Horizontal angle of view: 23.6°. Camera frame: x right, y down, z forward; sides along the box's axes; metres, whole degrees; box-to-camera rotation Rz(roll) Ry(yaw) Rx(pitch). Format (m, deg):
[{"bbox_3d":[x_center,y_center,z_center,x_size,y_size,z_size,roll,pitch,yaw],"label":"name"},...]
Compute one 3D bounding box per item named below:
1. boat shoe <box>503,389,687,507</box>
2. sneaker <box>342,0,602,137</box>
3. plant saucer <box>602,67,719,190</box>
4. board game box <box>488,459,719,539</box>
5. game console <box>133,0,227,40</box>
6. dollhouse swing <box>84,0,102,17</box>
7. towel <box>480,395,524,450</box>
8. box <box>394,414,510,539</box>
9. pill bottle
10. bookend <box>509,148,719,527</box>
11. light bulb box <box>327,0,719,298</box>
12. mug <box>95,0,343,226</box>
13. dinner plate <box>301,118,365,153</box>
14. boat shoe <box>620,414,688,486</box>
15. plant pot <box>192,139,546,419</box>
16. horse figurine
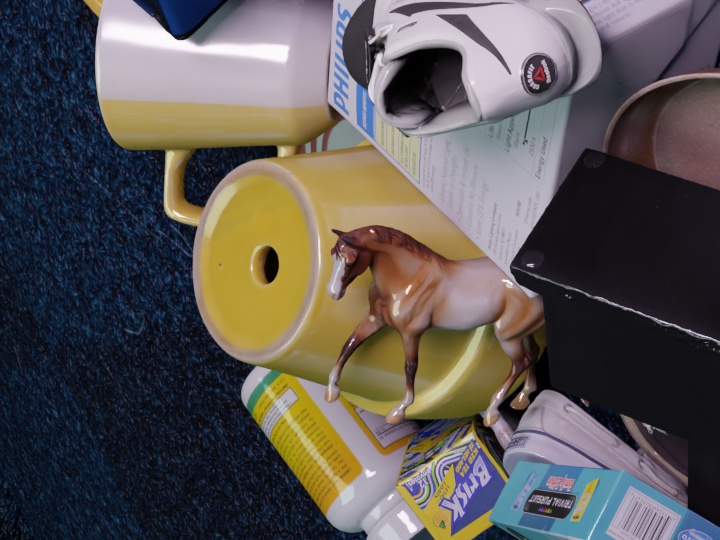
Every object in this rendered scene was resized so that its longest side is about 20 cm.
[{"bbox_3d":[0.193,0.144,1.158,0.202,0.086,0.075,32,149,-7],"label":"boat shoe"},{"bbox_3d":[0.029,-0.109,0.897,0.200,0.088,0.074,9,125,60],"label":"sneaker"},{"bbox_3d":[0.222,-0.034,0.904,0.200,0.035,0.201,28,151,18],"label":"plant saucer"},{"bbox_3d":[0.173,0.171,1.017,0.151,0.047,0.200,31,170,-7],"label":"board game box"},{"bbox_3d":[-0.085,-0.257,1.087,0.118,0.200,0.171,44,175,5],"label":"game console"},{"bbox_3d":[-0.122,-0.227,1.268,0.200,0.181,0.176,115,140,-59],"label":"dollhouse swing"},{"bbox_3d":[0.139,0.158,1.242,0.200,0.024,0.147,53,-173,19],"label":"towel"},{"bbox_3d":[0.075,0.146,1.269,0.064,0.070,0.200,54,-175,-1],"label":"box"},{"bbox_3d":[-0.004,0.152,1.481,0.200,0.113,0.113,51,153,19],"label":"pill bottle"},{"bbox_3d":[0.196,0.059,0.932,0.198,0.092,0.200,20,147,25],"label":"bookend"},{"bbox_3d":[0.090,-0.132,1.002,0.200,0.125,0.199,46,151,29],"label":"light bulb box"},{"bbox_3d":[-0.083,-0.139,1.211,0.152,0.150,0.187,7,140,13],"label":"mug"},{"bbox_3d":[0.016,-0.051,1.340,0.200,0.024,0.201,44,150,34],"label":"dinner plate"},{"bbox_3d":[0.192,0.060,1.068,0.200,0.074,0.073,48,152,23],"label":"boat shoe"},{"bbox_3d":[0.000,0.000,1.145,0.200,0.188,0.202,-3,86,46],"label":"plant pot"},{"bbox_3d":[0.064,0.033,1.052,0.050,0.199,0.133,-113,32,-59],"label":"horse figurine"}]
